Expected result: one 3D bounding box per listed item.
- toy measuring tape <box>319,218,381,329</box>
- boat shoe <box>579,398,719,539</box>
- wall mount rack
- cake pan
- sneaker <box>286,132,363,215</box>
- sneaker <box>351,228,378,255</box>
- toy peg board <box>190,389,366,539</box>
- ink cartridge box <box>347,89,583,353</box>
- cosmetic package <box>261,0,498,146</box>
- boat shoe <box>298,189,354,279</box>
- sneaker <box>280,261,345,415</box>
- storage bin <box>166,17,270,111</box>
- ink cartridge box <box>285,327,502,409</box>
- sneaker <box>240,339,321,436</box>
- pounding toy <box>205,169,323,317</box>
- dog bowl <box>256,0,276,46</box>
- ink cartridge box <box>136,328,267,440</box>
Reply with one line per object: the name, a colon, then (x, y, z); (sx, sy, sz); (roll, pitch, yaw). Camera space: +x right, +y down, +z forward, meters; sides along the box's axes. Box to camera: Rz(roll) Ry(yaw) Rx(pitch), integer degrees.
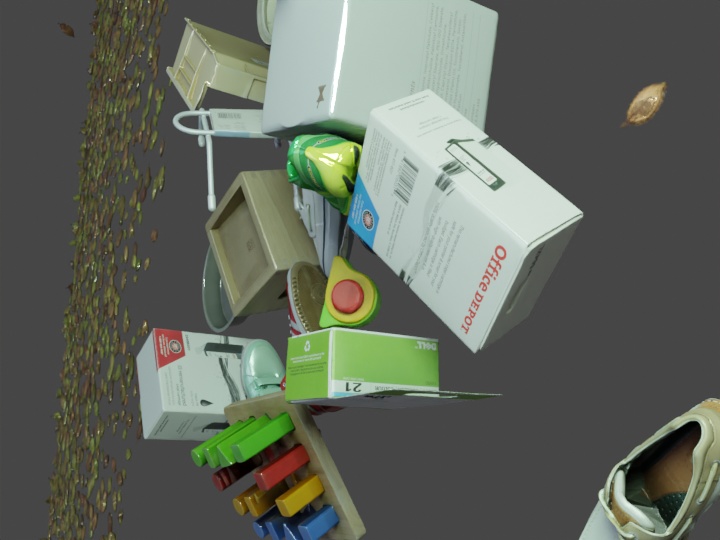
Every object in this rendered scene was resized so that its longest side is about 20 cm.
toy measuring tape: (0.000, 0.000, 0.933); (0.073, 0.073, 0.203); (-2, 72, 57)
boat shoe: (0.211, 0.171, 0.547); (0.202, 0.068, 0.075); (-65, 36, 26)
wall mount rack: (-0.151, -0.158, 1.000); (0.175, 0.197, 0.075); (-112, 26, -47)
cake pan: (-0.232, 0.011, 1.320); (0.199, 0.036, 0.203); (-20, 67, 55)
sneaker: (-0.032, -0.112, 0.791); (0.075, 0.083, 0.200); (-64, -5, -2)
sneaker: (0.026, -0.075, 0.869); (0.200, 0.098, 0.071); (50, 126, 51)
toy peg board: (-0.121, 0.273, 0.949); (0.199, 0.097, 0.201); (-23, 93, 53)
ink cartridge box: (0.087, -0.048, 0.690); (0.200, 0.084, 0.147); (46, 143, 25)
cosmetic package: (0.020, -0.217, 0.816); (0.167, 0.198, 0.169); (8, 90, 57)
boat shoe: (-0.047, -0.084, 0.965); (0.066, 0.074, 0.203); (11, 119, 16)
sneaker: (-0.072, 0.097, 0.991); (0.112, 0.071, 0.202); (-36, 68, 49)
storage bin: (-0.173, -0.290, 1.143); (0.095, 0.198, 0.199); (-64, 36, 22)
ink cartridge box: (0.030, 0.102, 0.779); (0.199, 0.146, 0.077); (-20, 65, 54)
sneaker: (-0.113, 0.181, 1.056); (0.118, 0.073, 0.203); (-43, 58, 54)
pounding toy: (-0.137, -0.045, 1.118); (0.200, 0.141, 0.186); (-42, 63, 48)
dog bowl: (-0.090, -0.445, 1.160); (0.199, 0.073, 0.203); (-21, 65, 55)
ink cartridge box: (-0.230, 0.179, 1.133); (0.084, 0.198, 0.146); (-50, 44, 35)
